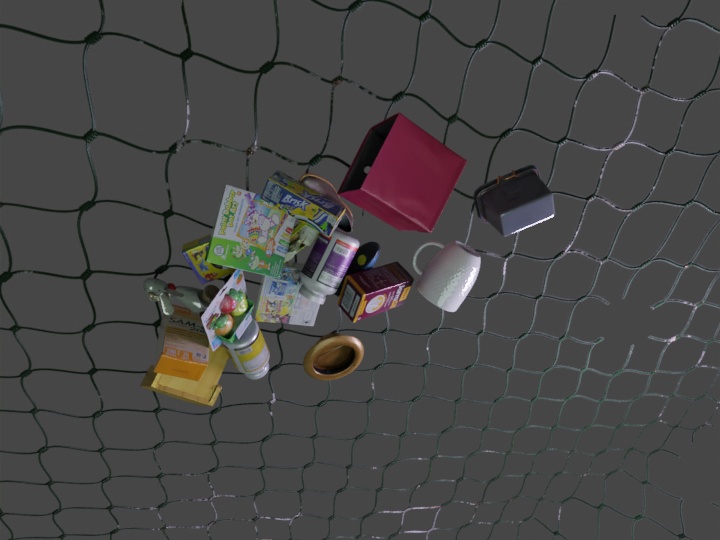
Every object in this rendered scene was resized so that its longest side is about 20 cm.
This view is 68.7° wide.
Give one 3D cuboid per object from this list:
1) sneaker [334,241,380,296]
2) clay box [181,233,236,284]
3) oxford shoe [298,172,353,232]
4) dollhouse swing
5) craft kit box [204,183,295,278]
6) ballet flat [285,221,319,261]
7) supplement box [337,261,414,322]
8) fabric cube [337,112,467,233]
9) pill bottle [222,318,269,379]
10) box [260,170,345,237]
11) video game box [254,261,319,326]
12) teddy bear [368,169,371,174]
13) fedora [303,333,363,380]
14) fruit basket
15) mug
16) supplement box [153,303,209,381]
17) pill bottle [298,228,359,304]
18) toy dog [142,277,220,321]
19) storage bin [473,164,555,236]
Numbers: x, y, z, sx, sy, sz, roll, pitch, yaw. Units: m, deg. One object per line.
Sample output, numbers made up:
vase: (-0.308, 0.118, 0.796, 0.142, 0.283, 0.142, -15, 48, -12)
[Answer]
sneaker: (0.000, 0.000, 1.541, 0.078, 0.066, 0.201, 15, 118, -51)
clay box: (-0.358, -0.051, 1.411, 0.199, 0.048, 0.115, -21, 127, 1)
oxford shoe: (-0.083, -0.176, 1.379, 0.071, 0.073, 0.200, -40, 124, 15)
dollhouse swing: (-0.532, 0.303, 1.623, 0.199, 0.177, 0.181, 27, 156, -30)
craft kit box: (-0.277, -0.098, 1.352, 0.196, 0.048, 0.202, 14, 94, -22)
ballet flat: (-0.167, -0.078, 1.430, 0.199, 0.067, 0.067, -37, 125, 12)
supplement box: (0.044, 0.060, 1.517, 0.199, 0.086, 0.111, -16, 140, -37)
fabric cube: (0.093, -0.224, 1.262, 0.198, 0.200, 0.197, 28, 86, -19)
pill bottle: (-0.336, 0.237, 1.573, 0.111, 0.112, 0.201, -14, 137, -5)
box: (-0.143, -0.168, 1.320, 0.199, 0.070, 0.065, 30, 122, -1)
video game box: (-0.204, 0.068, 1.537, 0.181, 0.047, 0.201, 6, 122, -22)
teddy bear: (0.108, -0.208, 1.411, 0.199, 0.067, 0.145, 27, 112, -30)
fedora: (-0.091, 0.261, 1.681, 0.199, 0.082, 0.202, -10, 126, -14)
fruit basket: (-0.353, 0.106, 1.421, 0.093, 0.186, 0.200, 26, 147, 6)
mug: (0.247, -0.006, 1.558, 0.199, 0.148, 0.176, 32, 109, 2)
supplement box: (-0.488, 0.196, 1.455, 0.125, 0.201, 0.074, 19, 122, -27)
pill bottle: (-0.091, -0.015, 1.434, 0.112, 0.112, 0.201, 24, 96, -28)
toy dog: (-0.481, 0.086, 1.422, 0.198, 0.097, 0.132, 4, 147, -17)
storage bin: (0.437, -0.193, 1.468, 0.199, 0.135, 0.146, -23, 127, 1)
